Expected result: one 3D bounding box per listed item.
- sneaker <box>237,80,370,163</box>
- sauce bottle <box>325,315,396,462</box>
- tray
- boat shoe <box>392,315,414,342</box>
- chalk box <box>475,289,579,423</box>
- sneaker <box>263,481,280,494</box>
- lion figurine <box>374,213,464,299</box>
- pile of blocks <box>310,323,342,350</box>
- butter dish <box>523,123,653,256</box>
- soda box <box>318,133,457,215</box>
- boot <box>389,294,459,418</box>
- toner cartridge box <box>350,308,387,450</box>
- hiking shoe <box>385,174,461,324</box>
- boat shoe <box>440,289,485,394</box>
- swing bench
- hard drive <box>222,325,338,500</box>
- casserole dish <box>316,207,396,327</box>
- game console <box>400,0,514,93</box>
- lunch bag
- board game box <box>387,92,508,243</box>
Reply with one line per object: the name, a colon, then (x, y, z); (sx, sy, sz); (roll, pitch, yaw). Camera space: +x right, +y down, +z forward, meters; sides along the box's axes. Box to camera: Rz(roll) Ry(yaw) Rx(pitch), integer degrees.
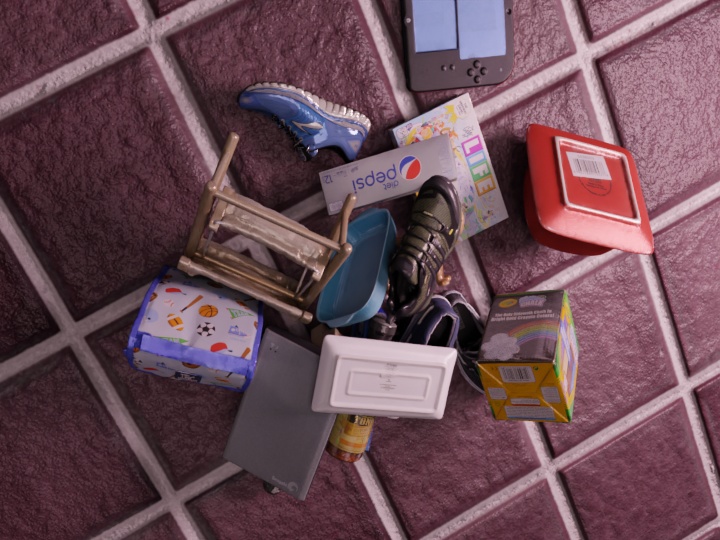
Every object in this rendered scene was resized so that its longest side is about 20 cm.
sneaker: (-0.084, -0.208, 0.836); (0.193, 0.079, 0.092); (17, 95, -14)
sauce bottle: (0.003, 0.168, 0.835); (0.064, 0.066, 0.207); (14, 99, -13)
tray: (0.036, 0.151, 0.787); (0.193, 0.022, 0.112); (8, 103, -16)
boat shoe: (0.066, 0.126, 0.931); (0.063, 0.073, 0.207); (12, 98, -18)
chalk box: (0.270, 0.117, 0.915); (0.121, 0.202, 0.127); (-6, 124, 31)
sneaker: (-0.136, 0.266, 0.908); (0.088, 0.067, 0.205); (21, 123, 0)
lion figurine: (0.072, -0.029, 0.885); (0.194, 0.072, 0.127); (-19, 93, 21)
pile of blocks: (-0.054, 0.154, 0.897); (0.079, 0.063, 0.204); (11, 128, -13)
butter dish: (0.326, -0.098, 0.909); (0.192, 0.149, 0.206); (10, 59, -11)
soda box: (0.042, -0.137, 0.848); (0.193, 0.068, 0.066); (-15, 93, 9)
boot: (0.081, 0.137, 0.858); (0.071, 0.090, 0.206); (21, 98, -6)
toner cartridge box: (0.003, 0.163, 0.915); (0.041, 0.095, 0.208); (8, 99, -10)
hiking shoe: (0.083, -0.024, 0.790); (0.073, 0.100, 0.207); (18, 109, 18)
boat shoe: (0.190, 0.127, 0.958); (0.070, 0.068, 0.205); (-27, 105, -4)
swing bench: (-0.132, -0.035, 0.796); (0.193, 0.132, 0.202); (23, 128, -14)
hard drive: (-0.103, 0.201, 0.824); (0.136, 0.033, 0.206); (23, 101, 9)
casserole dish: (0.000, 0.000, 0.848); (0.039, 0.119, 0.205); (37, 51, -31)
game console: (0.145, -0.379, 0.871); (0.170, 0.031, 0.208); (-8, 102, -10)
lunch bag: (-0.222, 0.089, 0.803); (0.164, 0.200, 0.128); (15, 98, -14)
board game box: (0.139, -0.151, 0.911); (0.131, 0.034, 0.206); (-25, 104, -5)
